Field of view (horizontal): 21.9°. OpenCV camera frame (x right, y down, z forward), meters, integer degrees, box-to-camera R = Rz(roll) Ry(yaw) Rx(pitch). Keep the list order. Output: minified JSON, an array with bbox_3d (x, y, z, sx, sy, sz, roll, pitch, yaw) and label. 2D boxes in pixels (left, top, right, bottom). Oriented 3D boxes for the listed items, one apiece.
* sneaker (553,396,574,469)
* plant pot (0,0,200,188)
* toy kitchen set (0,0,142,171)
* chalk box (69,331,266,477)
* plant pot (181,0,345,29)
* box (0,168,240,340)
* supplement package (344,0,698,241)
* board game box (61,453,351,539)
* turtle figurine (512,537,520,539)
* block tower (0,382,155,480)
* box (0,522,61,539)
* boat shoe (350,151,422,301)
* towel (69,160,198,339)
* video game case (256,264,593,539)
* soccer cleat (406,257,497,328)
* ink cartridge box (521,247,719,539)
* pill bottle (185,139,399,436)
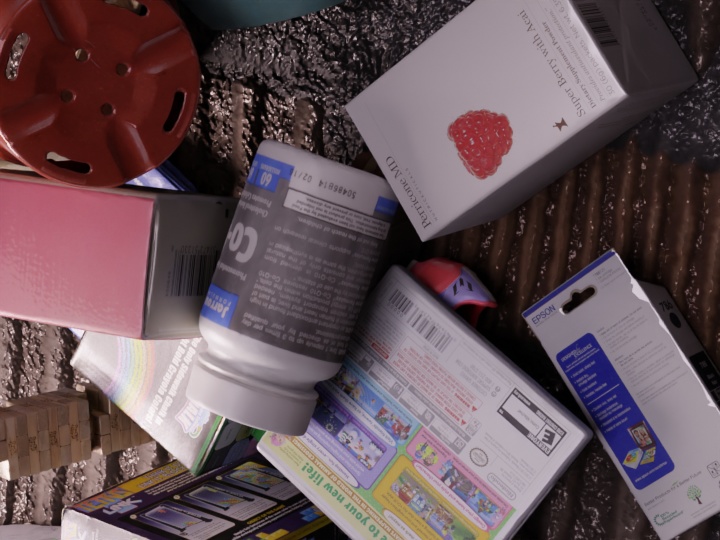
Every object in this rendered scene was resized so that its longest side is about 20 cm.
[{"bbox_3d":[0.081,0.162,1.429,0.200,0.088,0.074,-32,89,35],"label":"sneaker"},{"bbox_3d":[-0.208,-0.153,1.360,0.195,0.200,0.202,-140,51,-67],"label":"plant pot"},{"bbox_3d":[-0.266,-0.201,1.504,0.201,0.180,0.163,62,157,9],"label":"toy kitchen set"},{"bbox_3d":[-0.114,0.077,1.529,0.200,0.124,0.125,38,117,22],"label":"chalk box"},{"bbox_3d":[-0.073,-0.273,1.391,0.200,0.200,0.162,-2,112,35],"label":"plant pot"},{"bbox_3d":[-0.208,-0.015,1.427,0.199,0.128,0.109,8,94,27],"label":"box"},{"bbox_3d":[0.113,-0.126,1.329,0.200,0.120,0.122,-36,80,35],"label":"supplement package"},{"bbox_3d":[-0.115,0.210,1.510,0.165,0.200,0.057,13,109,33],"label":"board game box"},{"bbox_3d":[0.088,0.285,1.436,0.064,0.200,0.162,32,98,-19],"label":"turtle figurine"},{"bbox_3d":[-0.235,0.127,1.582,0.058,0.199,0.054,11,107,49],"label":"block tower"},{"bbox_3d":[-0.328,0.333,1.749,0.199,0.097,0.177,-4,100,36],"label":"box"},{"bbox_3d":[0.000,0.000,1.469,0.072,0.076,0.201,27,105,32],"label":"boat shoe"},{"bbox_3d":[-0.215,-0.026,1.634,0.145,0.024,0.200,42,122,27],"label":"towel"},{"bbox_3d":[0.045,0.127,1.394,0.200,0.022,0.182,41,102,20],"label":"video game case"},{"bbox_3d":[0.043,0.085,1.453,0.076,0.067,0.201,36,113,36],"label":"soccer cleat"},{"bbox_3d":[0.210,0.088,1.357,0.099,0.039,0.200,-37,80,34],"label":"ink cartridge box"},{"bbox_3d":[-0.053,0.013,1.378,0.113,0.114,0.201,20,92,30],"label":"pill bottle"}]
